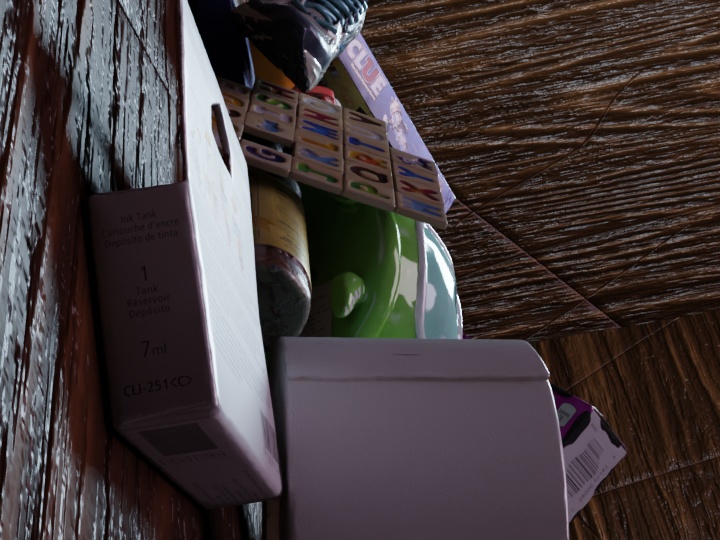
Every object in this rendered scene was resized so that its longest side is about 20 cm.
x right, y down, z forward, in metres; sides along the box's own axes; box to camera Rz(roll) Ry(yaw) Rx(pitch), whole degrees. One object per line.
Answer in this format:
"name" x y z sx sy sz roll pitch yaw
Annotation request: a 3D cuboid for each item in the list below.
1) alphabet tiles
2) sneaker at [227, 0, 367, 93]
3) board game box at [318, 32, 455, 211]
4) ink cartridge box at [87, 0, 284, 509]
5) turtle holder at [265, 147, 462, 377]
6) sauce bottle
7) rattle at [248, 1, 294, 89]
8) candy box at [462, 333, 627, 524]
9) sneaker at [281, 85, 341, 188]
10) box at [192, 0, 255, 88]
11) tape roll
"alphabet tiles" -0.027 -0.086 0.995 0.200 0.167 0.008 -92 -159 -70
"sneaker" -0.037 -0.183 1.085 0.078 0.086 0.200 44 6 -6
"board game box" -0.015 -0.128 1.345 0.035 0.135 0.200 -51 125 -29
"ink cartridge box" -0.074 0.001 0.665 0.200 0.045 0.177 77 4 -72
"turtle holder" -0.006 0.010 1.014 0.132 0.141 0.186 26 26 -37
"sauce bottle" -0.065 -0.027 0.928 0.200 0.065 0.065 -100 180 -61
"rattle" -0.064 -0.243 1.180 0.200 0.130 0.143 -34 -147 63
"candy box" 0.057 0.152 0.995 0.136 0.200 0.061 28 -15 48
"sneaker" -0.040 -0.100 1.161 0.201 0.067 0.108 89 -8 -72
"box" -0.092 -0.116 1.134 0.121 0.032 0.201 75 6 -78
"tape roll" 0.020 0.136 0.822 0.203 0.139 0.203 -179 -90 -83
